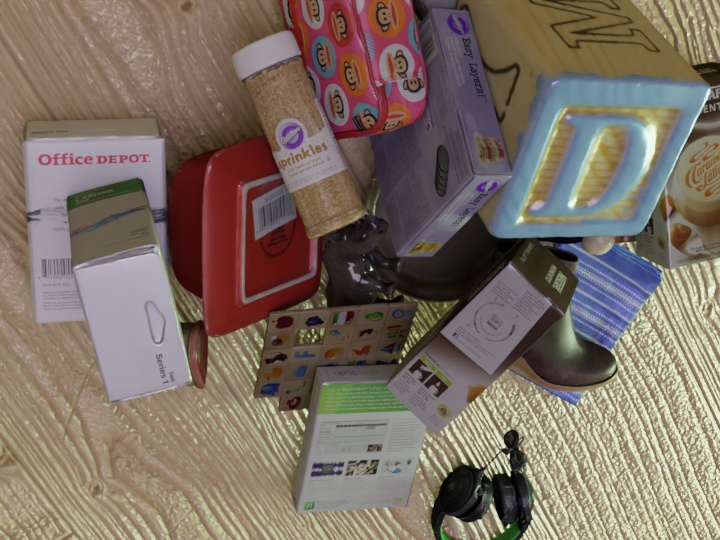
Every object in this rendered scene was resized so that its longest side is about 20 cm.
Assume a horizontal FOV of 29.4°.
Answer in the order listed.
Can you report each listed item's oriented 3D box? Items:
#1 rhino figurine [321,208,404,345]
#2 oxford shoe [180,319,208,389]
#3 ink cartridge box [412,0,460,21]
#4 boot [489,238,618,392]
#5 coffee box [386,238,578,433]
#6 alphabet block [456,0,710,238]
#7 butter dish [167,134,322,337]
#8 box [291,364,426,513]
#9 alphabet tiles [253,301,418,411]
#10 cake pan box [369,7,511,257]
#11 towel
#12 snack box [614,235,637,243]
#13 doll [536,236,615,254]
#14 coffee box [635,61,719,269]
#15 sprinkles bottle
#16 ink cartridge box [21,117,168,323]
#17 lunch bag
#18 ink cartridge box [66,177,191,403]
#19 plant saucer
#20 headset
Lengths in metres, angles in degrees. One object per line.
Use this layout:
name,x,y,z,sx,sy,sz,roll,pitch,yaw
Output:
rhino figurine,0.000,0.000,1.507,0.087,0.060,0.201,12,140,12
oxford shoe,-0.201,0.091,1.464,0.074,0.200,0.071,4,80,-10
ink cartridge box,0.133,-0.290,1.461,0.147,0.076,0.201,-28,135,-2
boot,0.223,0.053,1.567,0.198,0.073,0.167,13,131,-6
coffee box,0.131,0.066,1.465,0.080,0.114,0.200,43,115,-1
alphabet block,0.201,-0.168,1.406,0.195,0.201,0.197,0,130,-26
butter dish,-0.139,-0.056,1.453,0.199,0.147,0.202,-22,122,-50
box,0.004,0.197,1.604,0.143,0.036,0.201,0,125,-19
alphabet tiles,-0.033,0.100,1.544,0.165,0.008,0.201,-4,144,-15
cake pan box,0.071,-0.140,1.401,0.052,0.202,0.184,-1,154,-27
towel,0.258,0.053,1.644,0.144,0.024,0.201,28,102,-20
snack box,0.352,-0.124,1.568,0.198,0.068,0.170,-4,107,-15
doll,0.187,-0.059,1.502,0.198,0.136,0.049,19,79,-10
coffee box,0.360,-0.116,1.493,0.113,0.080,0.202,-13,107,-13
sprinkles bottle,-0.061,-0.135,1.373,0.068,0.068,0.202,-24,94,-3
ink cartridge box,-0.278,-0.055,1.446,0.143,0.084,0.202,-3,112,-12
lunch bag,-0.017,-0.236,1.395,0.081,0.176,0.202,-16,98,-31
ink cartridge box,-0.227,0.015,1.329,0.083,0.200,0.146,-14,114,-8
plant saucer,0.095,-0.062,1.558,0.198,0.032,0.202,-4,110,-11
headset,0.160,0.282,1.670,0.122,0.094,0.202,7,120,-15
